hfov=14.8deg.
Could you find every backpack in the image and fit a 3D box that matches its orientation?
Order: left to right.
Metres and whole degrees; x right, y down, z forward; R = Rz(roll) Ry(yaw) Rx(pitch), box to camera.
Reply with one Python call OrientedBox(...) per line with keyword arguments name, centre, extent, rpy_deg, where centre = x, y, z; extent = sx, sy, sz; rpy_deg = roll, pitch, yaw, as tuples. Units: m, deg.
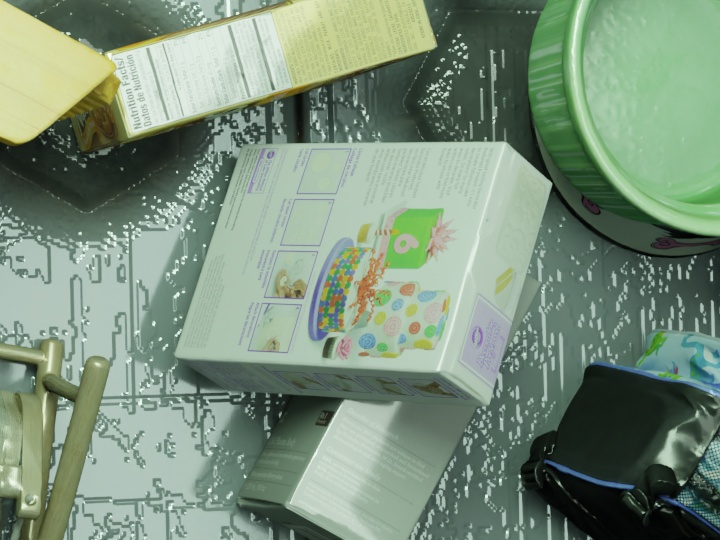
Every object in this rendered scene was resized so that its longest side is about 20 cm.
OrientedBox(name="backpack", centre=(0.234, 0.134, 1.720), extent=(0.200, 0.183, 0.147), rpy_deg=(39, 77, -20))

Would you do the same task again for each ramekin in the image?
OrientedBox(name="ramekin", centre=(0.199, -0.119, 1.683), extent=(0.199, 0.098, 0.201), rpy_deg=(0, 89, -19))

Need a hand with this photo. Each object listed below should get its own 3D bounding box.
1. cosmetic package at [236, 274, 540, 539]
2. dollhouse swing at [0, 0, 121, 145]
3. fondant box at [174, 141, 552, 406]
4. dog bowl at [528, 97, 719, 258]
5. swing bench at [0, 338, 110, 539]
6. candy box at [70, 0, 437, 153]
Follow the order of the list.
OrientedBox(name="cosmetic package", centre=(0.017, 0.073, 1.686), extent=(0.090, 0.107, 0.200), rpy_deg=(29, 78, -16))
OrientedBox(name="dollhouse swing", centre=(-0.263, -0.067, 1.539), extent=(0.181, 0.200, 0.176), rpy_deg=(28, 79, -17))
OrientedBox(name="fondant box", centre=(0.000, 0.000, 1.621), extent=(0.058, 0.200, 0.145), rpy_deg=(37, 63, -45))
OrientedBox(name="dog bowl", centre=(0.213, -0.109, 1.778), extent=(0.200, 0.074, 0.201), rpy_deg=(1, 88, -20))
OrientedBox(name="swing bench", centre=(-0.267, 0.126, 1.574), extent=(0.198, 0.130, 0.201), rpy_deg=(11, 90, -19))
OrientedBox(name="candy box", centre=(-0.069, -0.125, 1.655), extent=(0.200, 0.115, 0.055), rpy_deg=(-18, 93, -19))
